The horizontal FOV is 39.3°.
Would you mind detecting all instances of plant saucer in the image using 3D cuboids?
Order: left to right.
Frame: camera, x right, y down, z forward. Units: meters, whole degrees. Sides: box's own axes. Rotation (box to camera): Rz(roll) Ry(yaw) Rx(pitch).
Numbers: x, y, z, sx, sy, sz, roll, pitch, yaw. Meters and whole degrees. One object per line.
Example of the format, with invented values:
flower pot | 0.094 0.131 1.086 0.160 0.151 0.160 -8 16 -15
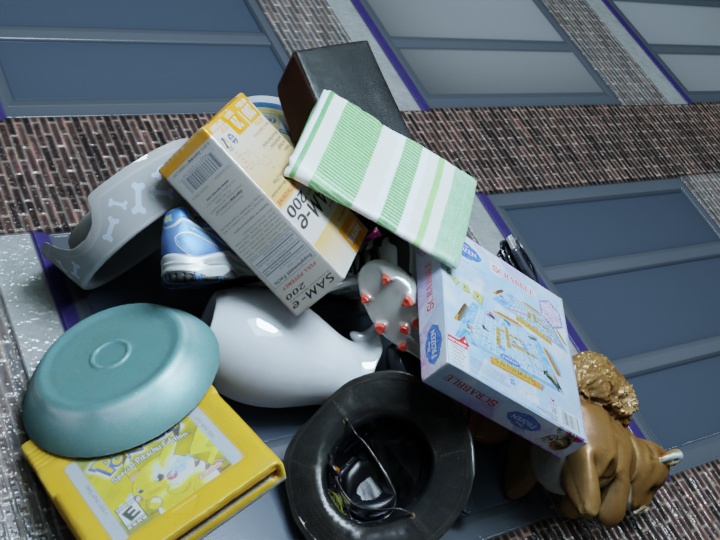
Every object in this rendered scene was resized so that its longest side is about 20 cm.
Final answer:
plant saucer | -0.235 0.092 0.967 0.198 0.036 0.201 -10 36 7

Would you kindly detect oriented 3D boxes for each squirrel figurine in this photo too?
squirrel figurine | 0.280 0.189 1.150 0.185 0.141 0.202 12 75 -30

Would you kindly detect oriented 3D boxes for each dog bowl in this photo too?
dog bowl | -0.240 -0.055 1.071 0.059 0.200 0.200 52 45 1

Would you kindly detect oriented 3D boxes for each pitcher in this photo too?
pitcher | -0.068 0.068 1.080 0.198 0.121 0.173 19 79 -17

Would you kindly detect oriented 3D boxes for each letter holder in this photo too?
letter holder | -0.020 -0.138 1.172 0.100 0.142 0.202 -15 73 -29

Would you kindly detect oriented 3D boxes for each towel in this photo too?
towel | 0.026 -0.097 1.051 0.199 0.023 0.153 29 42 -9

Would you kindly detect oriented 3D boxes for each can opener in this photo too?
can opener | 0.071 0.174 1.100 0.078 0.063 0.202 -13 83 -45

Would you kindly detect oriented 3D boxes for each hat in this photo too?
hat | 0.024 0.209 1.032 0.198 0.081 0.203 -4 68 9

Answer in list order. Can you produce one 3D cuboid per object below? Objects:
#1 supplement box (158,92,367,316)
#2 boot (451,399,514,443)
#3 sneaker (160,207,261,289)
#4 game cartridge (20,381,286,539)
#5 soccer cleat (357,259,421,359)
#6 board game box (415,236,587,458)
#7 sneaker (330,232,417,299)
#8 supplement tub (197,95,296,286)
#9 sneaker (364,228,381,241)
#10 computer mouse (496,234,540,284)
supplement box | -0.092 -0.069 1.021 0.200 0.073 0.126 47 26 -11
boot | 0.122 0.114 1.207 0.154 0.077 0.202 1 62 -32
sneaker | -0.130 -0.024 1.049 0.199 0.075 0.078 1 78 -60
game cartridge | -0.190 0.171 0.905 0.175 0.033 0.200 -32 44 -22
soccer cleat | 0.076 0.062 1.076 0.200 0.069 0.078 45 33 -4
board game box | 0.144 0.069 1.052 0.199 0.041 0.201 31 38 -27
sneaker | 0.000 0.000 1.164 0.087 0.200 0.077 4 77 -26
supplement tub | -0.120 -0.096 1.206 0.143 0.145 0.201 15 44 -17
sneaker | 0.075 -0.005 1.259 0.088 0.082 0.200 -6 38 -41
computer mouse | 0.154 0.050 1.166 0.199 0.053 0.140 -27 92 -33
